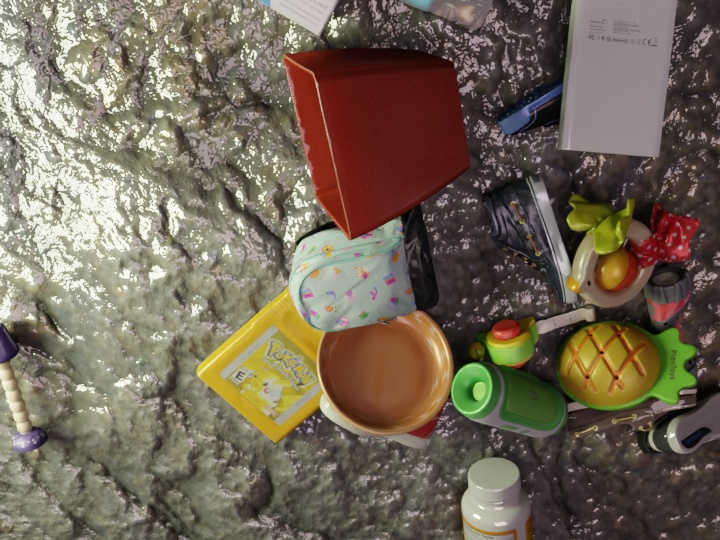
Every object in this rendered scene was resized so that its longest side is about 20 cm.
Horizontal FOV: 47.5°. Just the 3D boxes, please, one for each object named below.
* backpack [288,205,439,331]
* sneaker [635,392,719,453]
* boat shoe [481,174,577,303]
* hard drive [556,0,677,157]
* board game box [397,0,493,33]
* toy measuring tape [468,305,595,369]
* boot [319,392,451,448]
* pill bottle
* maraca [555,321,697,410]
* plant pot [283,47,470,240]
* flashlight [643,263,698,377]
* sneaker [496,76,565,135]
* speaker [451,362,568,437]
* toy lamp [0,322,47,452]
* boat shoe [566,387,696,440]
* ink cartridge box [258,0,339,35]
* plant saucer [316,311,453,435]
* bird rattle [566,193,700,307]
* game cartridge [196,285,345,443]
[{"bbox_3d":[0.000,0.000,1.121,0.199,0.127,0.168,-11,117,4],"label":"backpack"},{"bbox_3d":[0.512,0.239,1.295,0.199,0.112,0.074,-8,84,-34],"label":"sneaker"},{"bbox_3d":[0.241,-0.034,1.160,0.090,0.071,0.201,-19,111,13],"label":"boat shoe"},{"bbox_3d":[0.323,-0.248,1.031,0.131,0.027,0.201,3,97,-8],"label":"hard drive"},{"bbox_3d":[0.125,-0.412,1.005,0.135,0.028,0.201,18,111,-10],"label":"board game box"},{"bbox_3d":[0.258,0.100,1.212,0.199,0.074,0.074,-15,113,3],"label":"toy measuring tape"},{"bbox_3d":[0.047,0.179,1.224,0.199,0.072,0.145,18,111,-28],"label":"boot"},{"bbox_3d":[0.221,0.408,1.318,0.110,0.111,0.201,-8,113,-1],"label":"pill bottle"},{"bbox_3d":[0.384,0.138,1.193,0.199,0.138,0.107,-3,155,28],"label":"maraca"},{"bbox_3d":[0.025,-0.179,1.019,0.175,0.200,0.201,-16,114,-9],"label":"plant pot"},{"bbox_3d":[0.472,0.089,1.228,0.067,0.068,0.201,2,125,39],"label":"flashlight"},{"bbox_3d":[0.281,-0.218,1.077,0.199,0.070,0.078,-28,105,7],"label":"sneaker"},{"bbox_3d":[0.223,0.192,1.203,0.199,0.089,0.089,22,113,-42],"label":"speaker"},{"bbox_3d":[-0.512,0.170,1.195,0.058,0.058,0.201,-7,113,-1],"label":"toy lamp"},{"bbox_3d":[0.411,0.216,1.242,0.199,0.072,0.060,-14,78,22],"label":"boat shoe"},{"bbox_3d":[-0.063,-0.406,0.965,0.144,0.085,0.201,26,108,-14],"label":"ink cartridge box"},{"bbox_3d":[0.034,0.138,1.177,0.199,0.037,0.201,3,69,-9],"label":"plant saucer"},{"bbox_3d":[0.361,-0.027,1.134,0.199,0.113,0.164,14,107,-37],"label":"bird rattle"},{"bbox_3d":[-0.114,0.143,1.225,0.200,0.032,0.176,-41,110,13],"label":"game cartridge"}]
